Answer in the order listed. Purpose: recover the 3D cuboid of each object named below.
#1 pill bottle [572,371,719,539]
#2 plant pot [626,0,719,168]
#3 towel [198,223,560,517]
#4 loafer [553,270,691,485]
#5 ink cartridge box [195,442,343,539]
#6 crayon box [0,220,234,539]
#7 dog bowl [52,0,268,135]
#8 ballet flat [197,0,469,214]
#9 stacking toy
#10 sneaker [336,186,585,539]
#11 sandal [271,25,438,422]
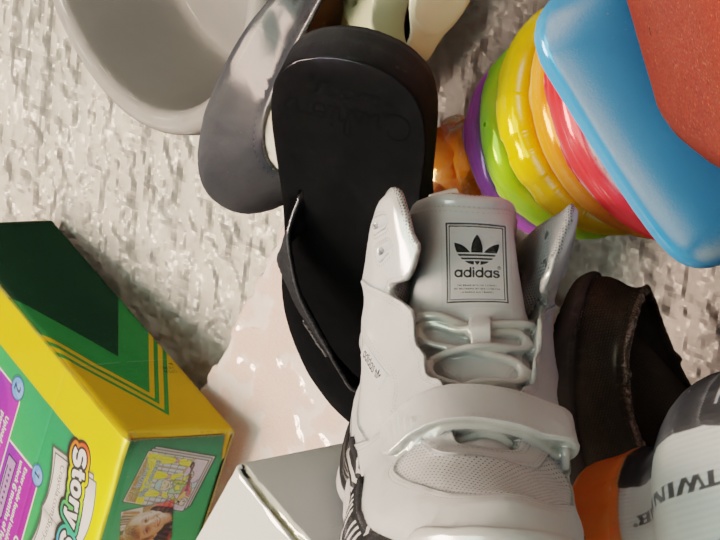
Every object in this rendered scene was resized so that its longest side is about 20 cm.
[{"bbox_3d":[0.164,0.071,0.877,0.200,0.106,0.106,-19,85,31],"label":"pill bottle"},{"bbox_3d":[0.162,-0.129,0.831,0.176,0.200,0.200,157,97,-75],"label":"plant pot"},{"bbox_3d":[0.017,0.074,1.135,0.191,0.032,0.200,47,126,27],"label":"towel"},{"bbox_3d":[0.124,0.084,0.996,0.071,0.073,0.200,-12,118,26],"label":"loafer"},{"bbox_3d":[-0.011,0.155,1.054,0.083,0.145,0.200,48,126,28],"label":"ink cartridge box"},{"bbox_3d":[-0.143,0.107,1.245,0.173,0.058,0.200,45,127,42],"label":"crayon box"},{"bbox_3d":[-0.066,-0.145,1.119,0.200,0.059,0.200,26,124,48],"label":"dog bowl"},{"bbox_3d":[0.001,-0.085,1.025,0.073,0.073,0.200,47,121,26],"label":"ballet flat"},{"bbox_3d":[0.077,-0.051,1.010,0.110,0.116,0.200,55,149,-10],"label":"stacking toy"},{"bbox_3d":[0.033,0.036,0.900,0.200,0.075,0.115,-129,44,-80],"label":"sneaker"},{"bbox_3d":[-0.001,0.000,1.024,0.076,0.043,0.200,5,136,19],"label":"sandal"}]
